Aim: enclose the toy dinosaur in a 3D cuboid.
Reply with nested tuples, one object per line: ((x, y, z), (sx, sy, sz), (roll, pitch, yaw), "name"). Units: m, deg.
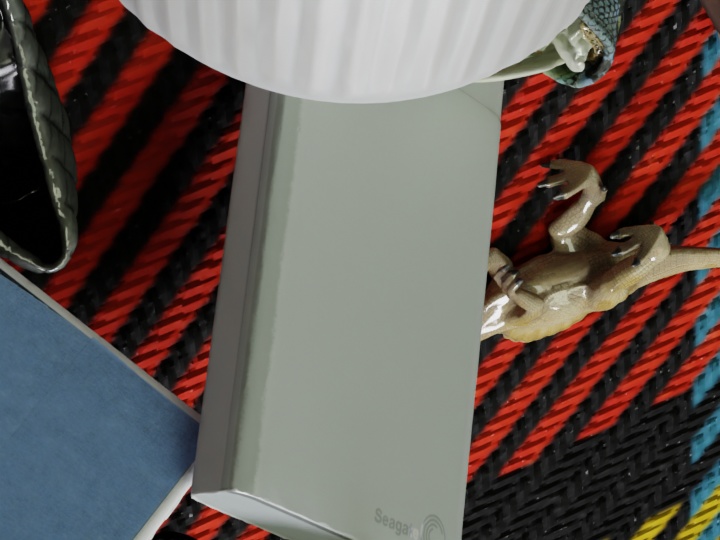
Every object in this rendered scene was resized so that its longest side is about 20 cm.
((0.097, 0.000, 1.113), (0.199, 0.058, 0.101), (-18, 152, -10), "toy dinosaur")

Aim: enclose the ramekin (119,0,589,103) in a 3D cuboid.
((-0.002, -0.140, 0.792), (0.201, 0.203, 0.094), (-19, 148, -20), "ramekin")

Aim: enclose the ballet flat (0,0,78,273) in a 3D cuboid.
((-0.133, -0.076, 0.855), (0.066, 0.057, 0.200), (-34, 140, -6), "ballet flat")

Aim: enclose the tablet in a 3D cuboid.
((-0.151, 0.088, 0.851), (0.200, 0.130, 0.014), (-52, 179, -25), "tablet")

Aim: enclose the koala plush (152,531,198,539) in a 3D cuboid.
((-0.096, 0.150, 0.938), (0.199, 0.185, 0.178), (15, 138, -13), "koala plush")

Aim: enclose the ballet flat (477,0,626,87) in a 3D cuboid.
((0.029, -0.102, 0.922), (0.199, 0.074, 0.074), (9, 123, -45), "ballet flat")

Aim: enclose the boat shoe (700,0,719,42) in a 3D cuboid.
((0.179, -0.099, 1.053), (0.070, 0.070, 0.200), (-45, 141, 8), "boat shoe")

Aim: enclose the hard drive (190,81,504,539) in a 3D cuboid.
((0.000, 0.000, 0.942), (0.026, 0.201, 0.132), (-8, 156, 36), "hard drive")
